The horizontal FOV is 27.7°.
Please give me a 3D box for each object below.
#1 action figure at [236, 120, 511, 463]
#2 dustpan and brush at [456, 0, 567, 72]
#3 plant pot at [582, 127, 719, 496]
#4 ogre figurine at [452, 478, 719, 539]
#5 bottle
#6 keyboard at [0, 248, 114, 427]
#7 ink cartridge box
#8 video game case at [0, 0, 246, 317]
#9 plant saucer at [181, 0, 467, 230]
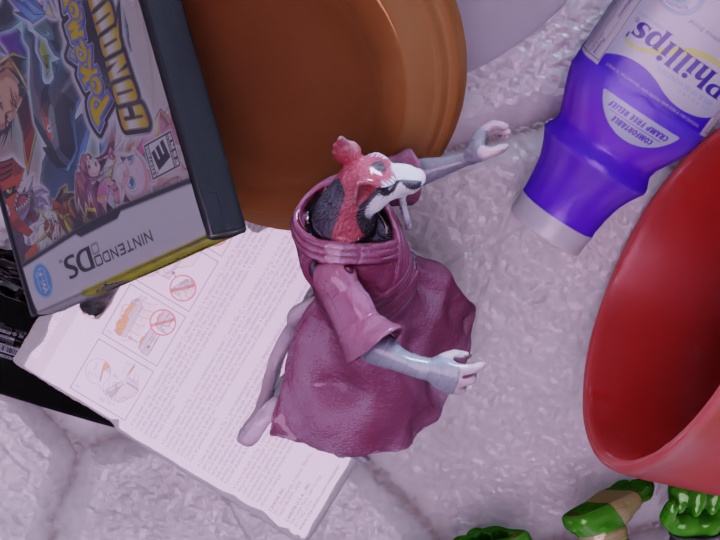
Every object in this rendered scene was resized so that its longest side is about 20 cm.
[{"bbox_3d":[0.000,0.000,0.731,0.148,0.135,0.200,4,144,16],"label":"action figure"},{"bbox_3d":[0.103,-0.195,0.760,0.199,0.057,0.140,-22,138,8],"label":"dustpan and brush"},{"bbox_3d":[0.241,0.043,0.769,0.176,0.201,0.201,22,106,-13],"label":"plant pot"},{"bbox_3d":[0.127,0.201,0.858,0.199,0.098,0.121,-19,92,-3],"label":"ogre figurine"},{"bbox_3d":[0.155,-0.102,0.788,0.083,0.065,0.200,33,105,-6],"label":"bottle"},{"bbox_3d":[-0.205,0.026,0.867,0.199,0.040,0.104,18,123,-8],"label":"keyboard"},{"bbox_3d":[-0.073,0.037,0.843,0.199,0.050,0.161,32,96,1],"label":"ink cartridge box"},{"bbox_3d":[-0.146,-0.091,0.753,0.180,0.025,0.201,-20,86,48],"label":"video game case"},{"bbox_3d":[-0.046,-0.107,0.742,0.199,0.037,0.201,9,121,15],"label":"plant saucer"}]
